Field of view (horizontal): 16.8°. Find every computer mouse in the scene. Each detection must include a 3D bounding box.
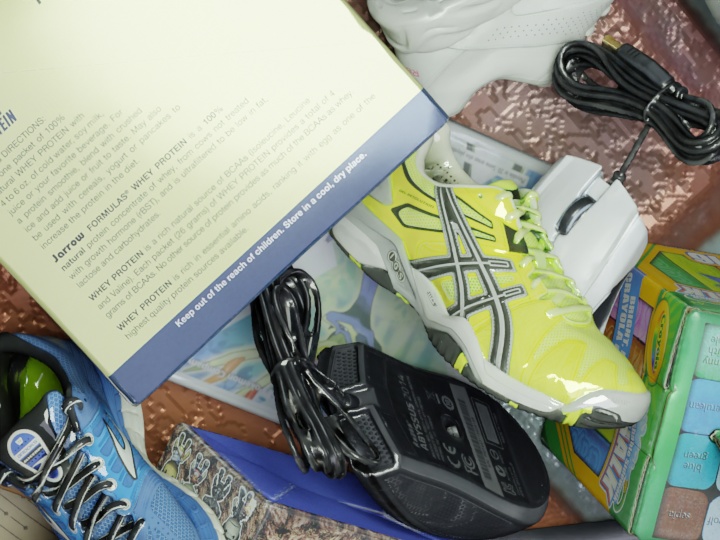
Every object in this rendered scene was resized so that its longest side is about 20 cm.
[{"bbox_3d":[0.015,0.083,1.227,0.053,0.139,0.200,-40,133,25],"label":"computer mouse"},{"bbox_3d":[0.106,-0.015,1.216,0.044,0.110,0.200,-6,128,-49],"label":"computer mouse"}]

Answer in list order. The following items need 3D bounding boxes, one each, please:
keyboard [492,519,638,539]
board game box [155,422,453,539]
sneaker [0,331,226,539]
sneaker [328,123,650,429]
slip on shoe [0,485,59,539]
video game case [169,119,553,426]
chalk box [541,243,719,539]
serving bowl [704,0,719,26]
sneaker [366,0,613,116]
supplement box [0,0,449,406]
[{"bbox_3d":[0.161,0.190,1.347,0.200,0.040,0.104,-5,105,-11],"label":"keyboard"},{"bbox_3d":[-0.053,0.202,1.246,0.159,0.097,0.200,20,100,-37],"label":"board game box"},{"bbox_3d":[-0.134,0.106,1.171,0.079,0.200,0.089,-46,143,14],"label":"sneaker"},{"bbox_3d":[0.066,0.001,1.177,0.075,0.200,0.076,-3,129,-56],"label":"sneaker"},{"bbox_3d":[-0.157,0.142,1.249,0.200,0.061,0.076,38,94,-21],"label":"slip on shoe"},{"bbox_3d":[0.000,0.000,1.269,0.200,0.022,0.183,22,99,-18],"label":"video game case"},{"bbox_3d":[0.189,0.070,1.236,0.125,0.200,0.124,10,101,-16],"label":"chalk box"},{"bbox_3d":[0.212,-0.198,1.206,0.200,0.066,0.201,-26,122,-51],"label":"serving bowl"},{"bbox_3d":[0.098,-0.146,1.236,0.200,0.078,0.099,-27,134,-12],"label":"sneaker"},{"bbox_3d":[-0.103,-0.083,1.149,0.200,0.134,0.200,-43,99,0],"label":"supplement box"}]
